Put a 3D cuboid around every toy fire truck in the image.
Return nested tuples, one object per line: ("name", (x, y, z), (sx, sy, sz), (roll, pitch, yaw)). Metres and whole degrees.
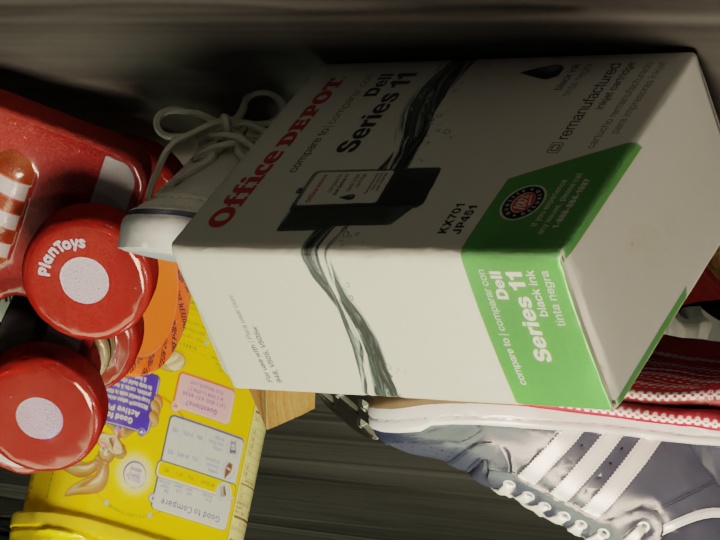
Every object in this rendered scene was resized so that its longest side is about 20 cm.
("toy fire truck", (-0.187, -0.001, 1.307), (0.167, 0.201, 0.112), (22, -153, -2))

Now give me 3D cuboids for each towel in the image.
("towel", (0.130, 0.047, 1.165), (0.144, 0.023, 0.200), (5, -176, 23))

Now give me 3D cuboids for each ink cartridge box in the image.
("ink cartridge box", (0.041, -0.020, 1.100), (0.199, 0.147, 0.083), (1, 128, 35))

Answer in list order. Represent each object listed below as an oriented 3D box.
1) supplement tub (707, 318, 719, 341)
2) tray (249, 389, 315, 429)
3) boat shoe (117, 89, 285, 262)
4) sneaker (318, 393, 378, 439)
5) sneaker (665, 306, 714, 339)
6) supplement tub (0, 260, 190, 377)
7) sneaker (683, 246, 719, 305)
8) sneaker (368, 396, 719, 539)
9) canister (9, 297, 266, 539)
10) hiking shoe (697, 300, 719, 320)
("supplement tub", (0.281, 0.079, 1.316), (0.198, 0.146, 0.145), (14, 166, -8))
("tray", (-0.057, 0.020, 1.451), (0.037, 0.099, 0.200), (-22, 168, -8))
("boat shoe", (-0.061, -0.045, 1.227), (0.074, 0.087, 0.202), (9, -177, 11))
("sneaker", (0.019, 0.024, 1.460), (0.074, 0.089, 0.200), (41, 164, 8))
("sneaker", (0.135, 0.044, 1.444), (0.199, 0.081, 0.088), (17, 172, -23))
("supplement tub", (-0.203, 0.007, 1.465), (0.199, 0.123, 0.122), (2, 163, 31))
("sneaker", (0.159, -0.025, 1.184), (0.198, 0.090, 0.075), (-7, 122, 3))
("sneaker", (0.100, 0.108, 1.209), (0.198, 0.109, 0.070), (3, -175, -4))
("canister", (-0.125, 0.094, 1.578), (0.148, 0.202, 0.086), (21, 163, -32))
("hiking shoe", (0.253, 0.011, 1.220), (0.199, 0.075, 0.087), (3, 163, 30))
